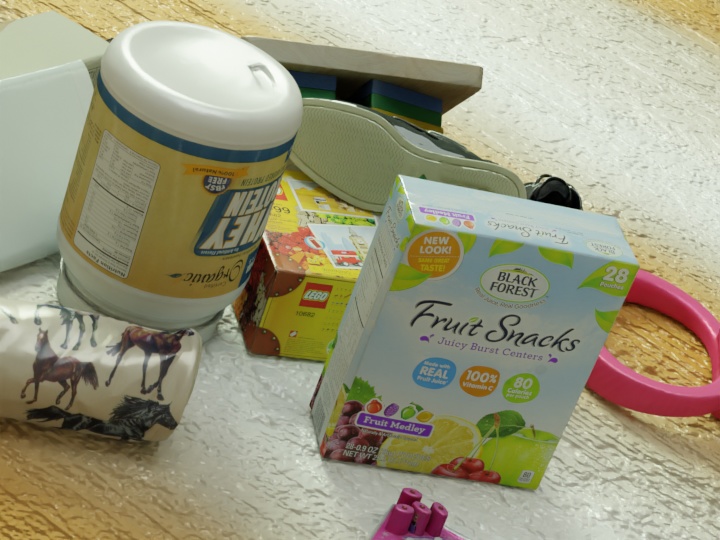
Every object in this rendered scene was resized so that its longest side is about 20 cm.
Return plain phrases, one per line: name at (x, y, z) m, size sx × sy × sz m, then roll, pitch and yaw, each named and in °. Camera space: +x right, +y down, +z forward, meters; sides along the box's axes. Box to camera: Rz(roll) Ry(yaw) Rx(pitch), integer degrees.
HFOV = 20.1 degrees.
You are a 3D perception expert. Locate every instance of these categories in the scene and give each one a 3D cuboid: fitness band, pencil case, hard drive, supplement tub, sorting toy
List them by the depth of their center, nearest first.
pencil case at (-0.202, 0.057, 1.322) m, size 0.199 × 0.078 × 0.090 m, roll 12°, pitch 50°, yaw -14°
supplement tub at (-0.133, -0.058, 1.432) m, size 0.144 × 0.201 × 0.145 m, roll 15°, pitch 30°, yaw -9°
hard drive at (-0.255, -0.071, 1.469) m, size 0.026 × 0.133 × 0.200 m, roll -13°, pitch 6°, yaw 37°
fitness band at (0.240, 0.058, 1.647) m, size 0.143 × 0.038 × 0.200 m, roll 21°, pitch 28°, yaw 0°
sorting toy at (-0.024, -0.125, 1.668) m, size 0.197 × 0.070 × 0.200 m, roll 6°, pitch -9°, yaw -15°

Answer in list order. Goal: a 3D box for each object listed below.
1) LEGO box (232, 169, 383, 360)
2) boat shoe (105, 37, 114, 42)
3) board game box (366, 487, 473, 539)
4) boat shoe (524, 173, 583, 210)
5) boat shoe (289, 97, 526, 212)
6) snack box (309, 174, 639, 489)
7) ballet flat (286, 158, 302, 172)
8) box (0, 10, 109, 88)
LEGO box at (0.000, 0.000, 1.547) m, size 0.199 × 0.078 × 0.149 m, roll 7°, pitch 32°, yaw -23°
boat shoe at (-0.173, -0.145, 1.682) m, size 0.074 × 0.074 × 0.200 m, roll 4°, pitch 33°, yaw -27°
board game box at (0.078, 0.231, 1.266) m, size 0.199 × 0.026 × 0.200 m, roll 26°, pitch 30°, yaw 10°
boat shoe at (0.161, -0.046, 1.714) m, size 0.069 × 0.067 × 0.200 m, roll 8°, pitch 21°, yaw -2°
boat shoe at (0.031, -0.080, 1.563) m, size 0.199 × 0.072 × 0.068 m, roll 20°, pitch 11°, yaw 1°
snack box at (0.075, 0.046, 1.392) m, size 0.167 × 0.201 × 0.068 m, roll 9°, pitch 30°, yaw -18°
ballet flat at (0.010, -0.045, 1.657) m, size 0.199 × 0.070 × 0.070 m, roll 9°, pitch 31°, yaw -16°
box at (-0.284, -0.129, 1.567) m, size 0.077 × 0.095 × 0.200 m, roll 32°, pitch 29°, yaw 21°
